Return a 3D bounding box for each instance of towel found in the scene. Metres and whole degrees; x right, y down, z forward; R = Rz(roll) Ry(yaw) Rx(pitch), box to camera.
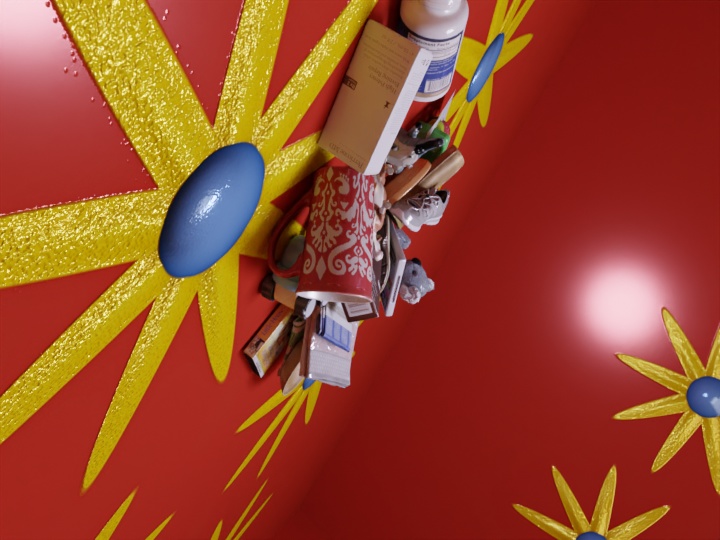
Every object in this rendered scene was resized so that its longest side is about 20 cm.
[{"bbox_3d":[-0.052,0.056,1.170,0.147,0.023,0.208,40,47,-59],"label":"towel"},{"bbox_3d":[-0.062,0.149,1.214,0.199,0.031,0.199,32,63,-60],"label":"towel"},{"bbox_3d":[-0.128,0.138,1.267,0.153,0.023,0.203,-48,168,-43],"label":"towel"}]

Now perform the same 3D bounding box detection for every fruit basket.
[{"bbox_3d":[0.168,-0.315,1.344,0.188,0.091,0.204,105,7,-52],"label":"fruit basket"}]

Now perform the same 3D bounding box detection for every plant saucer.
[{"bbox_3d":[0.064,-0.177,1.183,0.198,0.038,0.201,-39,-168,9],"label":"plant saucer"},{"bbox_3d":[-0.128,0.194,1.276,0.202,0.035,0.201,-53,169,-14],"label":"plant saucer"}]

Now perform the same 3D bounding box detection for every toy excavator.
[{"bbox_3d":[-0.082,-0.041,1.024,0.194,0.097,0.206,-34,145,-61],"label":"toy excavator"}]

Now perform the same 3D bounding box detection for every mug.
[{"bbox_3d":[-0.052,-0.060,0.910,0.132,0.172,0.208,-10,-108,60],"label":"mug"}]

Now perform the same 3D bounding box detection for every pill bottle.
[{"bbox_3d":[0.112,-0.385,0.888,0.112,0.109,0.202,-50,165,-24],"label":"pill bottle"}]

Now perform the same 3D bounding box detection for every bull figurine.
[{"bbox_3d":[0.022,-0.126,1.052,0.121,0.063,0.208,134,-44,-69],"label":"bull figurine"}]

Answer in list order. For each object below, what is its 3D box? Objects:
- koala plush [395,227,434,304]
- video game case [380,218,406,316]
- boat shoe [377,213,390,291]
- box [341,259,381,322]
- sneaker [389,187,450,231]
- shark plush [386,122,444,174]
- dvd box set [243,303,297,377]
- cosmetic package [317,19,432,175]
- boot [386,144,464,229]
[{"bbox_3d":[0.114,0.011,1.579,0.188,0.197,0.177,-61,166,22],"label":"koala plush"},{"bbox_3d":[0.065,-0.025,1.384,0.204,0.022,0.186,-106,-160,-45],"label":"video game case"},{"bbox_3d":[0.039,-0.037,1.296,0.075,0.072,0.211,-28,128,-84],"label":"boat shoe"},{"bbox_3d":[0.000,0.000,1.153,0.203,0.072,0.103,-86,162,-52],"label":"box"},{"bbox_3d":[0.125,-0.140,1.149,0.198,0.074,0.083,-23,150,-58],"label":"sneaker"},{"bbox_3d":[0.084,-0.246,1.033,0.085,0.090,0.199,-57,-162,-6],"label":"shark plush"},{"bbox_3d":[-0.168,0.123,1.182,0.202,0.029,0.148,-53,166,-23],"label":"dvd box set"},{"bbox_3d":[0.021,-0.263,0.859,0.074,0.100,0.205,-25,144,-63],"label":"cosmetic package"},{"bbox_3d":[0.144,-0.186,1.267,0.199,0.067,0.175,-41,180,2],"label":"boot"}]
